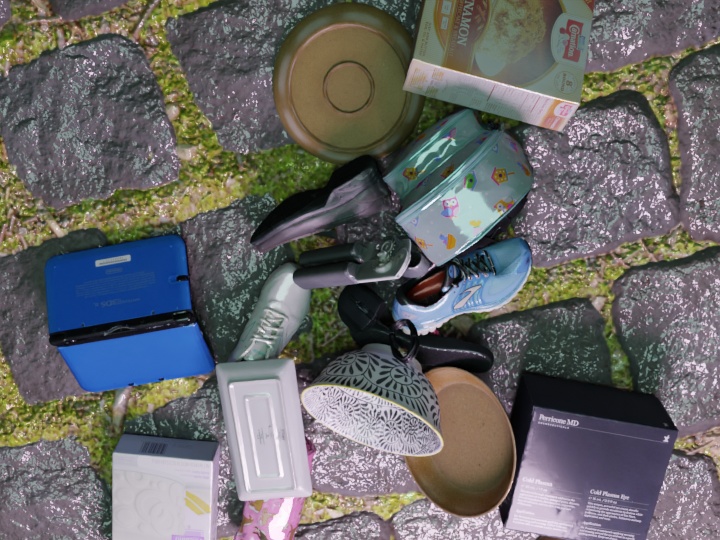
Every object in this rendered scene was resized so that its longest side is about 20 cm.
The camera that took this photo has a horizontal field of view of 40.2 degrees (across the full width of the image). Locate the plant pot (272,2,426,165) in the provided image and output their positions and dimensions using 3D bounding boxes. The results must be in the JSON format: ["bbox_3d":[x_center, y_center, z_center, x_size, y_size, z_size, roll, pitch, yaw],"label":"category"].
[{"bbox_3d":[-0.014,-0.229,1.228,0.196,0.028,0.204,0,108,1],"label":"plant pot"}]

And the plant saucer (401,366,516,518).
[{"bbox_3d":[0.136,0.227,1.321,0.198,0.035,0.205,8,101,44],"label":"plant saucer"}]

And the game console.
[{"bbox_3d":[-0.310,0.061,1.335,0.196,0.118,0.174,-9,77,4],"label":"game console"}]

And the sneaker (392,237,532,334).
[{"bbox_3d":[0.130,0.014,1.249,0.197,0.090,0.079,-28,64,-2],"label":"sneaker"}]

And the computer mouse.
[{"bbox_3d":[0.018,0.061,1.237,0.059,0.200,0.034,-50,122,-3],"label":"computer mouse"}]

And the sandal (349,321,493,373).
[{"bbox_3d":[0.082,0.093,1.315,0.196,0.046,0.076,11,150,2],"label":"sandal"}]

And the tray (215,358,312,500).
[{"bbox_3d":[-0.127,0.216,1.295,0.105,0.022,0.204,-5,108,6],"label":"tray"}]

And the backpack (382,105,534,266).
[{"bbox_3d":[0.117,-0.101,1.174,0.175,0.200,0.154,-38,103,13],"label":"backpack"}]

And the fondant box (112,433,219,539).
[{"bbox_3d":[-0.278,0.342,1.405,0.141,0.058,0.204,5,109,0],"label":"fondant box"}]

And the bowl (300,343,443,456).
[{"bbox_3d":[0.028,0.160,1.301,0.198,0.201,0.095,25,63,-6],"label":"bowl"}]

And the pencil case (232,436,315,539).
[{"bbox_3d":[-0.124,0.322,1.382,0.086,0.082,0.204,24,111,29],"label":"pencil case"}]

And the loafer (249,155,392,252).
[{"bbox_3d":[-0.051,-0.067,1.257,0.198,0.073,0.073,-26,117,20],"label":"loafer"}]

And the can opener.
[{"bbox_3d":[0.000,0.000,1.220,0.067,0.198,0.054,35,63,-34],"label":"can opener"}]

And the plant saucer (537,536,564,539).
[{"bbox_3d":[0.330,0.465,1.441,0.196,0.037,0.205,0,108,1],"label":"plant saucer"}]

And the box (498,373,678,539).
[{"bbox_3d":[0.300,0.258,1.329,0.196,0.104,0.186,10,109,-3],"label":"box"}]

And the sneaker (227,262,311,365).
[{"bbox_3d":[-0.122,0.086,1.306,0.069,0.080,0.203,26,106,-5],"label":"sneaker"}]

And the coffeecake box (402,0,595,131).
[{"bbox_3d":[0.162,-0.269,1.147,0.196,0.073,0.156,14,71,-3],"label":"coffeecake box"}]
